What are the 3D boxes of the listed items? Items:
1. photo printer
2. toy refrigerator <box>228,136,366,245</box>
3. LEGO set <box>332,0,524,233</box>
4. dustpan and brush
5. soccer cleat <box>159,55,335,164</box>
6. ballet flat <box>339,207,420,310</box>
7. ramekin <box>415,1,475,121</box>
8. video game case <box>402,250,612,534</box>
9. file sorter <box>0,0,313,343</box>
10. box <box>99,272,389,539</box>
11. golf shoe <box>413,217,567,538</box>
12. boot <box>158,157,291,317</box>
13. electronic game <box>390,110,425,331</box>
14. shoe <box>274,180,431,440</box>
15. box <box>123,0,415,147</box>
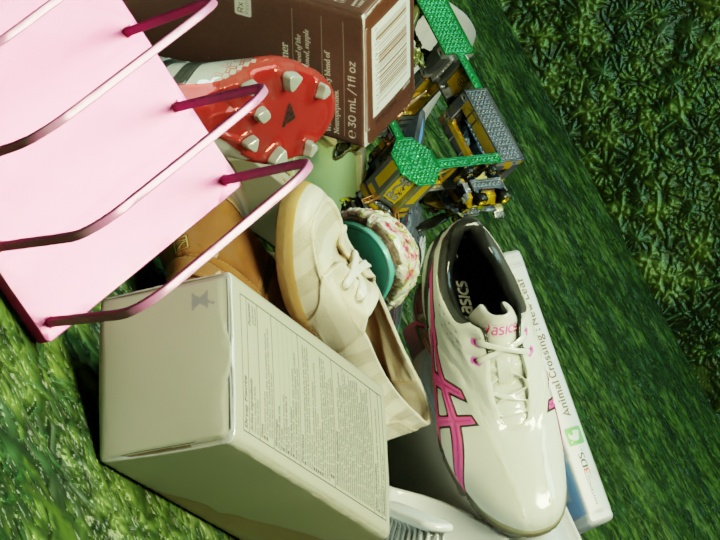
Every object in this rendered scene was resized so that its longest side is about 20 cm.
[{"bbox_3d":[0.074,0.153,1.715,0.167,0.069,0.201,103,-31,-56],"label":"photo printer"},{"bbox_3d":[-0.058,-0.077,1.801,0.200,0.069,0.077,36,51,-62],"label":"toy refrigerator"},{"bbox_3d":[0.010,-0.097,1.767,0.153,0.116,0.201,-17,69,-45],"label":"LEGO set"},{"bbox_3d":[0.017,0.149,1.610,0.139,0.058,0.200,8,5,-26],"label":"dustpan and brush"},{"bbox_3d":[-0.101,-0.098,1.557,0.199,0.069,0.085,-9,29,-41],"label":"soccer cleat"},{"bbox_3d":[0.000,0.000,1.690,0.076,0.064,0.200,61,-27,5],"label":"ballet flat"},{"bbox_3d":[-0.020,-0.172,1.992,0.201,0.095,0.202,23,-6,3],"label":"ramekin"},{"bbox_3d":[0.093,0.099,1.769,0.183,0.022,0.200,71,-21,9],"label":"video game case"},{"bbox_3d":[-0.137,-0.089,1.287,0.201,0.139,0.125,57,-27,-14],"label":"file sorter"},{"bbox_3d":[-0.058,0.081,1.412,0.200,0.077,0.096,41,43,-58],"label":"box"},{"bbox_3d":[0.077,0.065,1.618,0.092,0.072,0.201,96,-21,-63],"label":"golf shoe"},{"bbox_3d":[-0.060,0.040,1.579,0.156,0.076,0.201,-92,161,-51],"label":"boot"},{"bbox_3d":[0.026,-0.018,1.914,0.200,0.041,0.202,8,90,-88],"label":"electronic game"},{"bbox_3d":[-0.003,0.025,1.579,0.070,0.053,0.201,-73,153,-44],"label":"shoe"},{"bbox_3d":[-0.068,-0.159,1.654,0.075,0.199,0.101,-48,147,-43],"label":"box"}]
